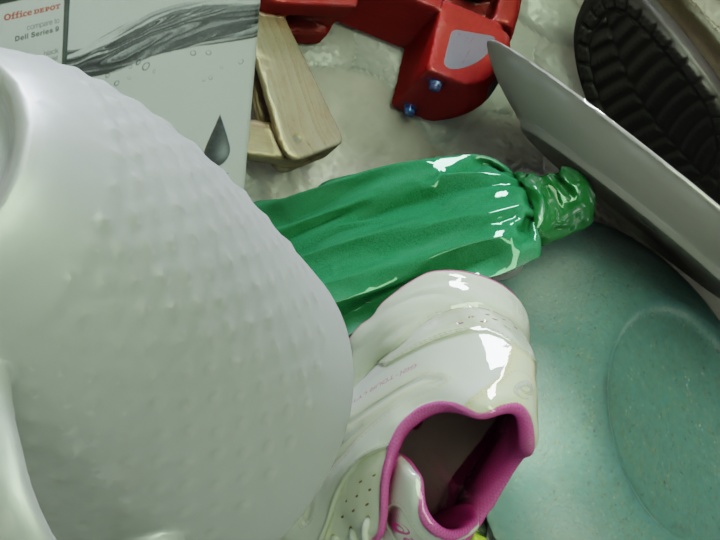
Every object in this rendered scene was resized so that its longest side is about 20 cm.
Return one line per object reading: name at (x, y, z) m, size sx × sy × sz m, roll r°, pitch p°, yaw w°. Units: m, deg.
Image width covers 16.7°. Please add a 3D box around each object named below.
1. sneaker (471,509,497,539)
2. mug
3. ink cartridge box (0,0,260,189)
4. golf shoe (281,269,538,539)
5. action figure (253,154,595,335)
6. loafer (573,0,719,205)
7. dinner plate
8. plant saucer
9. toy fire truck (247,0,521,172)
sneaker at (0.047, 0.053, 1.040) m, size 0.076 × 0.075 × 0.201 m, roll 26°, pitch 59°, yaw -43°
mug at (-0.098, 0.031, 0.788) m, size 0.147 × 0.175 × 0.200 m, roll -22°, pitch 54°, yaw 14°
ink cartridge box at (-0.119, -0.086, 0.907) m, size 0.146 × 0.201 × 0.084 m, roll -10°, pitch 32°, yaw -28°
golf shoe at (-0.003, 0.093, 0.933) m, size 0.075 × 0.200 × 0.092 m, roll 27°, pitch 20°, yaw -27°
action figure at (0.000, 0.000, 0.988) m, size 0.199 × 0.055 × 0.118 m, roll -18°, pitch 44°, yaw 2°
loafer at (0.177, -0.060, 1.129) m, size 0.200 × 0.073 × 0.071 m, roll 50°, pitch 51°, yaw -5°
dinner plate at (0.125, -0.027, 1.031) m, size 0.200 × 0.200 × 0.024 m, roll 38°, pitch 91°, yaw -6°
plant saucer at (0.122, 0.069, 1.028) m, size 0.201 × 0.039 × 0.202 m, roll 22°, pitch 59°, yaw -41°
toy fire truck at (-0.034, -0.095, 1.060) m, size 0.200 × 0.049 × 0.141 m, roll 22°, pitch 66°, yaw -15°
